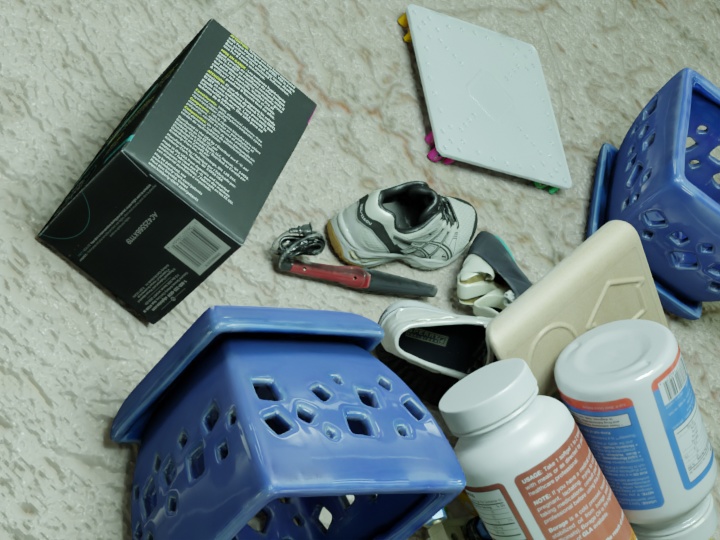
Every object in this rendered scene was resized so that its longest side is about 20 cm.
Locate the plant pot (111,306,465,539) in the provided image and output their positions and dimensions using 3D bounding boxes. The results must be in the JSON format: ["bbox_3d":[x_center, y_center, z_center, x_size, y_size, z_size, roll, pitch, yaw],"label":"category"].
[{"bbox_3d":[-0.070,0.141,1.280,0.200,0.200,0.180,3,53,-40],"label":"plant pot"}]

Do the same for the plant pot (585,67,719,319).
[{"bbox_3d":[0.369,-0.074,1.844,0.200,0.180,0.200,34,45,-20],"label":"plant pot"}]

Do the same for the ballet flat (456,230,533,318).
[{"bbox_3d":[0.136,0.022,1.619,0.073,0.073,0.200,18,22,-33],"label":"ballet flat"}]

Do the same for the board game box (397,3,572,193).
[{"bbox_3d":[0.139,-0.190,1.834,0.200,0.026,0.200,12,55,-37],"label":"board game box"}]

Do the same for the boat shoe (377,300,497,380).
[{"bbox_3d":[0.115,0.073,1.498,0.200,0.072,0.066,16,12,-15],"label":"boat shoe"}]

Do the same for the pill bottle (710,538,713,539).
[{"bbox_3d":[0.335,0.319,1.588,0.200,0.111,0.111,25,48,-28],"label":"pill bottle"}]

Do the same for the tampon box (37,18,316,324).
[{"bbox_3d":[-0.153,-0.086,1.402,0.126,0.150,0.200,39,43,-13],"label":"tampon box"}]

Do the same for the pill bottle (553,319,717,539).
[{"bbox_3d":[0.251,0.153,1.446,0.112,0.112,0.200,-53,129,-48],"label":"pill bottle"}]

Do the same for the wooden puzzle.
[{"bbox_3d":[0.205,0.080,1.495,0.185,0.046,0.200,-38,119,-23],"label":"wooden puzzle"}]

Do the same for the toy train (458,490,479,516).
[{"bbox_3d":[0.161,0.171,1.545,0.200,0.056,0.151,16,88,-35],"label":"toy train"}]

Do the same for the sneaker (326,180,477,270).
[{"bbox_3d":[0.063,-0.049,1.620,0.200,0.088,0.076,-11,68,-47],"label":"sneaker"}]

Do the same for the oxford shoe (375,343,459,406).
[{"bbox_3d":[0.099,0.091,1.581,0.200,0.073,0.084,22,20,-21],"label":"oxford shoe"}]

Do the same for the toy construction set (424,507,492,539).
[{"bbox_3d":[0.076,0.268,1.414,0.131,0.092,0.200,2,72,-41],"label":"toy construction set"}]

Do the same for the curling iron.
[{"bbox_3d":[0.000,0.000,1.561,0.200,0.050,0.026,20,30,-37],"label":"curling iron"}]

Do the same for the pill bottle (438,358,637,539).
[{"bbox_3d":[0.149,0.181,1.398,0.112,0.112,0.200,-44,110,-49],"label":"pill bottle"}]
